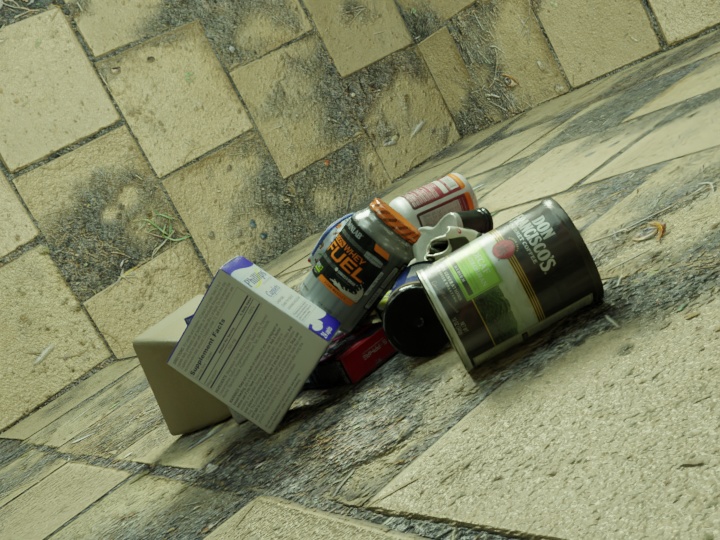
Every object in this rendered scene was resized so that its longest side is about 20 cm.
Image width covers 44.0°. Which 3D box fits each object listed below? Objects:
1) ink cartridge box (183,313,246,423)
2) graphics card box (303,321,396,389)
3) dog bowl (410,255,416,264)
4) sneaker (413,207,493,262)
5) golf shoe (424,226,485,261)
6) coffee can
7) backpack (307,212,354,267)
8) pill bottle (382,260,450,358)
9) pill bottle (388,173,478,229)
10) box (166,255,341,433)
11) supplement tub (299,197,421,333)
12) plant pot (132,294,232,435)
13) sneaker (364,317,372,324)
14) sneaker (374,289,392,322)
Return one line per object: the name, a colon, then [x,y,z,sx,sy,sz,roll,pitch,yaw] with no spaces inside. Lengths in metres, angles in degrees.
ink cartridge box: [-0.201,0.144,1.493,0.118,0.202,0.042,-24,9,24]
graphics card box: [-0.030,0.141,1.469,0.125,0.051,0.199,-35,10,-32]
dog bowl: [0.157,-0.017,1.731,0.198,0.059,0.200,-28,9,5]
sneaker: [0.168,-0.058,1.591,0.098,0.072,0.200,-8,-11,-24]
golf shoe: [0.139,-0.016,1.501,0.200,0.087,0.078,-45,27,49]
coffee can: [0.190,0.019,1.147,0.198,0.148,0.146,-29,9,2]
backpack: [-0.011,-0.040,1.979,0.191,0.154,0.200,-45,-4,41]
pill bottle: [0.098,0.050,1.369,0.111,0.113,0.200,-26,9,14]
pill bottle: [0.120,-0.102,1.714,0.198,0.111,0.109,-24,7,-16]
box: [-0.162,0.111,1.372,0.185,0.199,0.105,-57,-1,18]
supplement tub: [0.002,-0.009,1.444,0.201,0.122,0.123,-53,6,9]
plant pot: [-0.261,0.167,1.645,0.175,0.202,0.200,-8,20,35]
sneaker: [-0.076,0.120,1.640,0.198,0.076,0.070,-31,9,-14]
sneaker: [0.065,0.062,1.529,0.076,0.076,0.200,-29,10,3]
